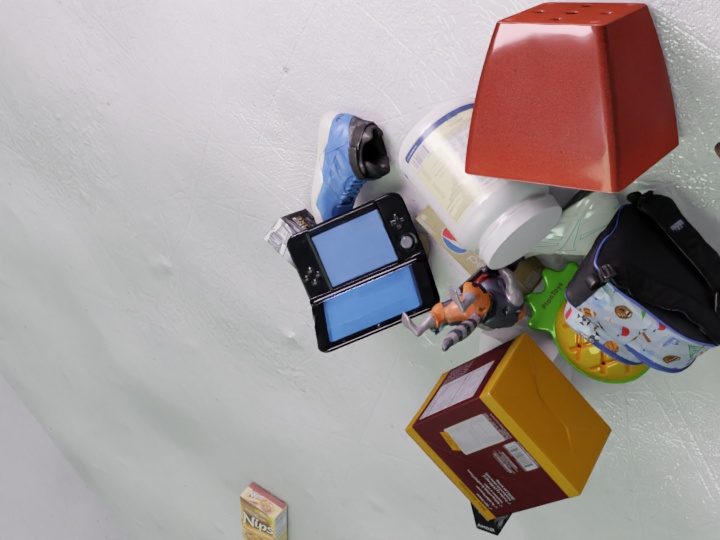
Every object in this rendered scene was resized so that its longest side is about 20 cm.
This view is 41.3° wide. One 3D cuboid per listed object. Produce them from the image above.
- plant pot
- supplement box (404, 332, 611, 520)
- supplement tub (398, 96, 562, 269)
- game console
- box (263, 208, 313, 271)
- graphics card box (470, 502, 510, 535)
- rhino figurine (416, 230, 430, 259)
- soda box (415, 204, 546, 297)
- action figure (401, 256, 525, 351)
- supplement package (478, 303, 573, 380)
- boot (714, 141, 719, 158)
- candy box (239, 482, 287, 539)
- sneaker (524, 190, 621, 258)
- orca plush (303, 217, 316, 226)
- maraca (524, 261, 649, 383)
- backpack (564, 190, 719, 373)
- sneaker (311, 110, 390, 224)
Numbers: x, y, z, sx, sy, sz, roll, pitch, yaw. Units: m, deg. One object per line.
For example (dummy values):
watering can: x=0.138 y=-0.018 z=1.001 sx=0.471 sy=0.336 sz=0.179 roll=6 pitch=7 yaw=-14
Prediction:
plant pot: x=0.250 y=-0.216 z=1.123 sx=0.199 sy=0.200 sz=0.178 roll=12 pitch=119 yaw=35
supplement box: x=0.213 y=0.233 z=1.394 sx=0.197 sy=0.133 sz=0.200 roll=47 pitch=140 yaw=-7
supplement tub: x=0.160 y=-0.116 z=1.278 sx=0.200 sy=0.144 sz=0.145 roll=53 pitch=145 yaw=20
game console: x=0.000 y=0.000 z=1.449 sx=0.199 sy=0.116 sz=0.177 roll=-22 pitch=98 yaw=7
box: x=-0.058 y=-0.013 z=1.601 sx=0.200 sy=0.158 sz=0.050 roll=44 pitch=104 yaw=3
graphics card box: x=0.235 y=0.351 z=1.681 sx=0.051 sy=0.125 sz=0.201 roll=11 pitch=130 yaw=35
rhino figurine: x=0.075 y=0.006 z=1.574 sx=0.087 sy=0.060 sz=0.201 roll=27 pitch=140 yaw=28
soda box: x=0.182 y=-0.038 z=1.432 sx=0.200 sy=0.064 sz=0.068 roll=46 pitch=142 yaw=0
action figure: x=0.154 y=0.066 z=1.347 sx=0.200 sy=0.192 sz=0.105 roll=-50 pitch=57 yaw=42
supplement package: x=0.257 y=0.156 z=1.489 sx=0.119 sy=0.121 sz=0.201 roll=22 pitch=136 yaw=25
boot: x=0.506 y=-0.123 z=1.066 sx=0.199 sy=0.075 sz=0.097 roll=29 pitch=128 yaw=9
candy box: x=-0.247 y=0.643 z=2.439 sx=0.115 sy=0.055 sz=0.201 roll=27 pitch=138 yaw=23
sneaker: x=0.285 y=-0.048 z=1.325 sx=0.080 sy=0.070 sz=0.200 roll=47 pitch=142 yaw=-7
orca plush: x=-0.007 y=-0.041 z=1.569 sx=0.105 sy=0.071 sz=0.200 roll=28 pitch=-160 yaw=-44
maraca: x=0.330 y=0.075 z=1.355 sx=0.199 sy=0.107 sz=0.138 roll=35 pitch=101 yaw=10
backpack: x=0.361 y=0.034 z=1.190 sx=0.190 sy=0.200 sz=0.154 roll=34 pitch=141 yaw=8
sneaker: x=-0.011 y=-0.140 z=1.483 sx=0.111 sy=0.077 sz=0.202 roll=18 pitch=112 yaw=34
